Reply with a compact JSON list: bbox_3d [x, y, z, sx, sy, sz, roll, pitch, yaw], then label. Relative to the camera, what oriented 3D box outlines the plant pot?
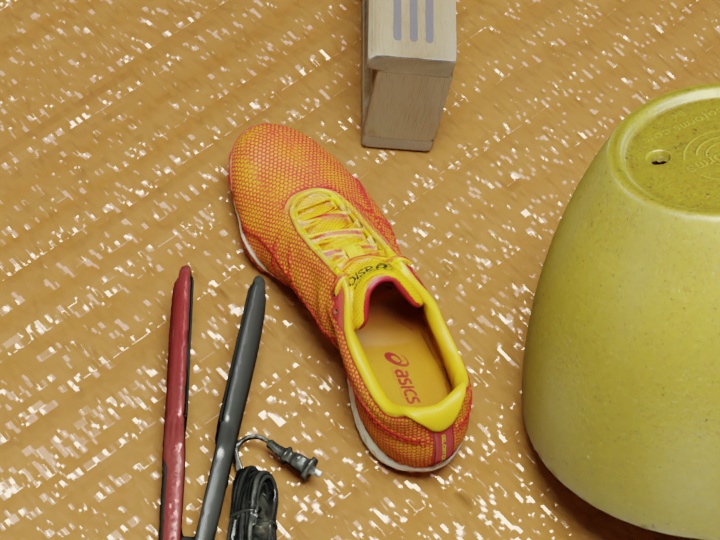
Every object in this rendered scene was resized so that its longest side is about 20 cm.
[{"bbox_3d":[0.165,0.001,0.954,0.199,0.142,0.200,-7,38,5],"label":"plant pot"}]

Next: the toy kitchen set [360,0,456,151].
[{"bbox_3d":[-0.049,-0.188,1.065,0.199,0.163,0.181,4,58,-6],"label":"toy kitchen set"}]

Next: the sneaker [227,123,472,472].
[{"bbox_3d":[0.000,0.000,1.010,0.073,0.077,0.200,-25,64,-20],"label":"sneaker"}]

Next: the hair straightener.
[{"bbox_3d":[-0.055,0.091,0.965,0.077,0.041,0.201,5,58,-6],"label":"hair straightener"}]
